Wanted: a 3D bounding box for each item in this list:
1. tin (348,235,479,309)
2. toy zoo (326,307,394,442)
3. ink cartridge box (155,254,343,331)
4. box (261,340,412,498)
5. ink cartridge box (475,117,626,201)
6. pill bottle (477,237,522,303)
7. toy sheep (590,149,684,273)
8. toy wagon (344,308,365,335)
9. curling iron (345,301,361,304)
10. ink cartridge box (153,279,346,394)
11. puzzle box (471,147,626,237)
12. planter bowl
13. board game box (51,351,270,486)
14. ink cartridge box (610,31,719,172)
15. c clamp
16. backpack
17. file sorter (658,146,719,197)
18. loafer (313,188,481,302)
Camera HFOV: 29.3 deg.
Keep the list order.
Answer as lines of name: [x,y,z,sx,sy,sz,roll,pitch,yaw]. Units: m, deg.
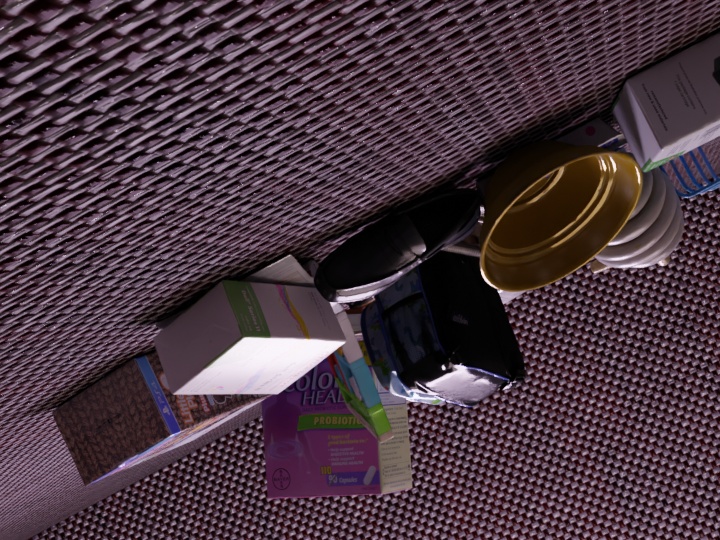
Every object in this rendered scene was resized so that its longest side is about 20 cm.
tin: [0.068,-0.004,1.858,0.199,0.042,0.112,-26,169,-5]
toy zoo: [-0.022,0.094,1.623,0.020,0.201,0.131,-25,-161,-12]
ink cartridge box: [-0.119,0.034,1.459,0.159,0.048,0.200,-27,157,5]
box: [-0.034,0.198,1.838,0.175,0.202,0.096,-6,174,27]
ink cartridge box: [0.229,-0.127,1.554,0.199,0.037,0.095,-26,173,10]
pill bottle: [0.230,-0.039,1.891,0.114,0.115,0.200,-21,171,-43]
toy sheep: [0.304,-0.063,1.584,0.137,0.139,0.200,-29,138,21]
toy wagon: [-0.043,0.078,1.859,0.154,0.040,0.200,-5,176,5]
curling iron: [0.000,0.000,1.634,0.049,0.026,0.200,16,157,-11]
ink cartridge box: [-0.098,0.072,1.410,0.117,0.068,0.199,-38,155,30]
puzzle box: [0.223,-0.096,1.684,0.199,0.026,0.133,-27,-172,-4]
planter bowl: [0.193,-0.076,1.461,0.199,0.084,0.201,-22,144,-17]
board game box: [-0.232,0.157,1.636,0.159,0.097,0.200,-31,172,32]
ink cartridge box: [0.370,-0.190,1.416,0.199,0.084,0.147,-26,173,1]
c clamp: [0.125,-0.034,1.582,0.199,0.027,0.170,13,153,-34]
backpack: [0.089,0.062,1.707,0.146,0.201,0.182,-30,151,31]
file sorter: [0.434,-0.172,1.647,0.138,0.123,0.200,-31,172,30]
loafer: [0.040,-0.032,1.423,0.200,0.068,0.070,-28,164,-21]
